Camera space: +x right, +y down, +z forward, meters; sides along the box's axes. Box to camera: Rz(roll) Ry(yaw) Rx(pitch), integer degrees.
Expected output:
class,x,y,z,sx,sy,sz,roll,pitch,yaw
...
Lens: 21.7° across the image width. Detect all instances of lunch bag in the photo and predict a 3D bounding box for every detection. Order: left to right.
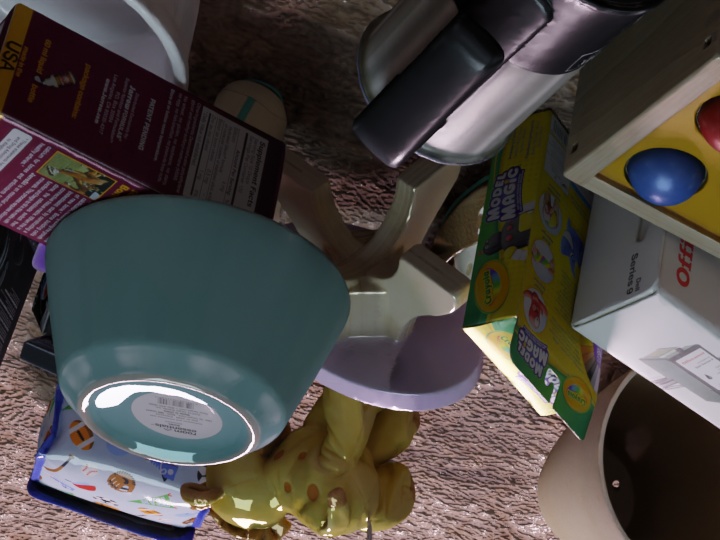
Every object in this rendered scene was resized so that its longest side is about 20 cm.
class,x,y,z,sx,sy,sz,roll,pitch,yaw
lunch bag,-0.211,0.170,1.711,0.170,0.124,0.200,19,160,-8

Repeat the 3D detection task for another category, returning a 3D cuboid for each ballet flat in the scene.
class,x,y,z,sx,sy,sz,roll,pitch,yaw
ballet flat,-0.093,-0.060,1.373,0.069,0.070,0.200,11,147,3
ballet flat,0.076,0.002,1.394,0.068,0.073,0.200,6,151,-27

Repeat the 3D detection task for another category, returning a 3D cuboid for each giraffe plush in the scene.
class,x,y,z,sx,sy,sz,roll,pitch,yaw
giraffe plush,-0.055,0.165,1.571,0.162,0.201,0.173,-1,146,22

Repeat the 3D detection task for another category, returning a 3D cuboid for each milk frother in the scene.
class,x,y,z,sx,sy,sz,roll,pitch,yaw
milk frother,0.048,-0.182,1.108,0.200,0.180,0.188,59,142,9

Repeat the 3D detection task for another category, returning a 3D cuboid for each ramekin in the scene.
class,x,y,z,sx,sy,sz,roll,pitch,yaw
ramekin,-0.198,-0.174,1.212,0.200,0.098,0.201,9,147,6

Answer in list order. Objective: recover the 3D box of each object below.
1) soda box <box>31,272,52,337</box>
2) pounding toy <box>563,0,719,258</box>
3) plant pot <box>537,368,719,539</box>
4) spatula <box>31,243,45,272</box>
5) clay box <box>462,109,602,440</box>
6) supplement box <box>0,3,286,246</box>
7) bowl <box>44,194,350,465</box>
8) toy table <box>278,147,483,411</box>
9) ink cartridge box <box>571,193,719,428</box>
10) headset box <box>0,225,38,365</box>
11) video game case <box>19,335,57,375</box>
class,x,y,z,sx,sy,sz,roll,pitch,yaw
soda box,-0.152,0.035,1.481,0.199,0.071,0.063,15,-169,-21
pounding toy,0.259,-0.078,1.153,0.200,0.143,0.184,26,145,-18
plant pot,0.228,0.171,1.525,0.187,0.188,0.200,24,159,-16
spatula,-0.145,-0.010,1.420,0.199,0.021,0.057,1,144,-25
clay box,0.124,0.006,1.272,0.047,0.200,0.115,-11,139,32
supplement box,-0.161,-0.068,1.186,0.200,0.086,0.110,27,144,-25
bowl,-0.112,0.051,1.180,0.200,0.105,0.201,7,147,5
toy table,0.000,0.000,1.314,0.200,0.184,0.117,25,144,21
ink cartridge box,0.249,0.015,1.292,0.200,0.146,0.084,33,142,-26
headset box,-0.320,0.002,1.420,0.077,0.200,0.149,1,144,18
video game case,-0.165,0.076,1.498,0.142,0.019,0.200,22,-168,13
